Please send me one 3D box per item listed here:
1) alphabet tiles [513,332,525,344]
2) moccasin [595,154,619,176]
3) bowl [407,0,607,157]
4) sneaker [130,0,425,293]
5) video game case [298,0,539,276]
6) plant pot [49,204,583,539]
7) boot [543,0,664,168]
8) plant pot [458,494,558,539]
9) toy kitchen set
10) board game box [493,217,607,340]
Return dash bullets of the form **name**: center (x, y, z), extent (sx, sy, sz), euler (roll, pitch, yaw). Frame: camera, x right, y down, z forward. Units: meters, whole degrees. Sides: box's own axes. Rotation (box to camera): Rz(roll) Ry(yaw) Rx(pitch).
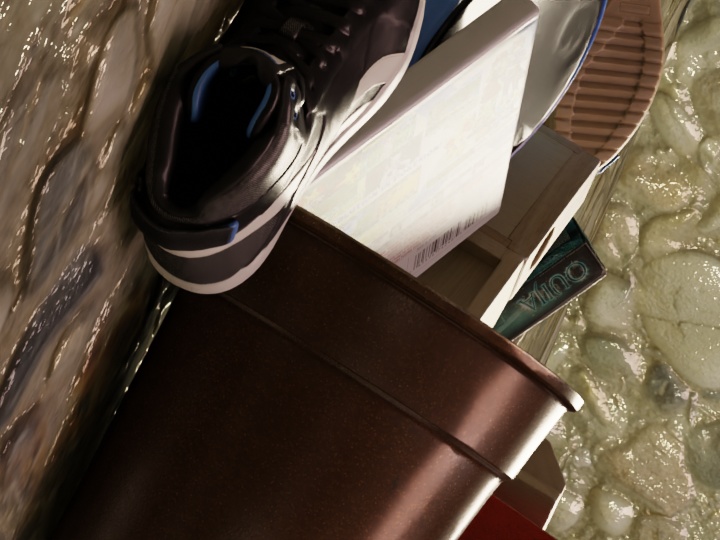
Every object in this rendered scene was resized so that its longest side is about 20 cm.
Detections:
- **alphabet tiles**: center (0.025, 0.090, 1.819), extent (0.200, 0.008, 0.167), euler (-28, -164, 35)
- **moccasin**: center (0.100, -0.055, 1.796), extent (0.200, 0.080, 0.068), euler (-43, 168, -38)
- **bowl**: center (0.064, -0.120, 1.518), extent (0.200, 0.039, 0.201), euler (-39, 152, -25)
- **sneaker**: center (-0.027, -0.089, 1.140), extent (0.201, 0.073, 0.112), euler (-63, 173, -14)
- **video game case**: center (0.010, -0.036, 1.455), extent (0.200, 0.022, 0.183), euler (-37, 156, -26)
- **plant pot**: center (-0.032, 0.091, 1.260), extent (0.199, 0.200, 0.200), euler (-59, 171, -4)
- **boot**: center (0.139, -0.162, 1.793), extent (0.166, 0.072, 0.201), euler (-167, -89, -71)
- **plant pot**: center (0.039, 0.255, 1.602), extent (0.176, 0.199, 0.200), euler (-48, 164, -31)
- **toy kitchen set**: center (0.082, 0.050, 1.656), extent (0.181, 0.163, 0.200), euler (-51, 168, -38)
- **board game box**: center (0.066, 0.038, 1.787), extent (0.200, 0.028, 0.135), euler (-35, -171, 6)
